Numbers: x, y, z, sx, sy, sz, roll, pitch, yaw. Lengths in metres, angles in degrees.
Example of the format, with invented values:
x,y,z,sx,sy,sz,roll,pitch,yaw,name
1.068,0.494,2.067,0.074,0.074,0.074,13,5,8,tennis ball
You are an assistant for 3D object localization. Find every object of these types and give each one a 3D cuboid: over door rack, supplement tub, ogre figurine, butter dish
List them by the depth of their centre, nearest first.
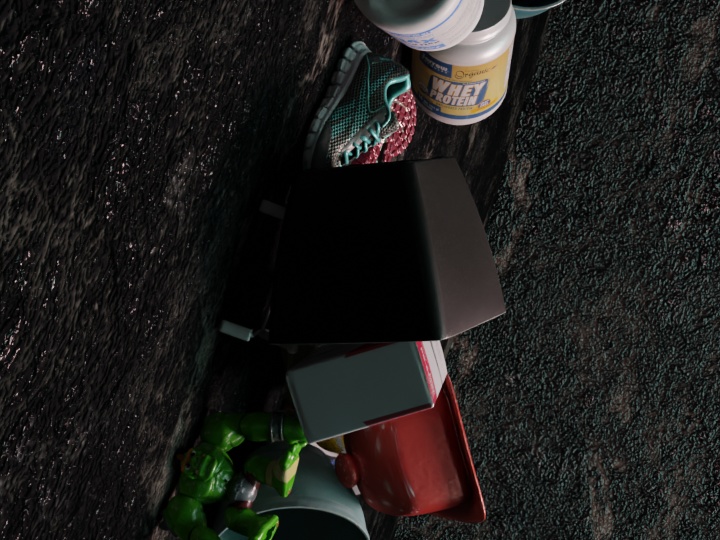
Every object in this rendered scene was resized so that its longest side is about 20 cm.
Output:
x,y,z,sx,sy,sz,roll,pitch,yaw,name
-0.139,0.233,1.368,0.098,0.119,0.201,28,80,-75,ogre figurine
-0.083,0.013,1.419,0.200,0.066,0.149,27,81,-79,over door rack
0.067,-0.322,1.438,0.200,0.131,0.133,-10,118,-77,supplement tub
0.037,0.224,1.560,0.199,0.147,0.201,-9,-83,62,butter dish
0.143,-0.317,1.792,0.200,0.144,0.145,88,23,-61,supplement tub

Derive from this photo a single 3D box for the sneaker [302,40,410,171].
x,y,z,sx,sy,sz,roll,pitch,yaw,name
-0.003,-0.166,1.453,0.078,0.091,0.201,73,37,-71,sneaker

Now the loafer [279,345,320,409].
x,y,z,sx,sy,sz,roll,pitch,yaw,name
-0.072,0.078,1.578,0.076,0.067,0.201,-45,150,-62,loafer

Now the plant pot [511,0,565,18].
x,y,z,sx,sy,sz,roll,pitch,yaw,name
0.227,-0.463,1.899,0.188,0.199,0.201,155,-45,-83,plant pot

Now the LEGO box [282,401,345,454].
x,y,z,sx,sy,sz,roll,pitch,yaw,name
-0.003,0.161,1.819,0.077,0.148,0.201,76,32,-47,LEGO box

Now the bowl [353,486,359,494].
x,y,z,sx,sy,sz,roll,pitch,yaw,name
0.024,0.211,1.876,0.201,0.198,0.075,-115,-175,-46,bowl

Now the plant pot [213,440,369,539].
x,y,z,sx,sy,sz,roll,pitch,yaw,name
-0.091,0.301,1.606,0.135,0.199,0.201,-97,-169,-45,plant pot

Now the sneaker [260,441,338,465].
x,y,z,sx,sy,sz,roll,pitch,yaw,name
-0.106,0.269,1.732,0.200,0.111,0.073,43,33,-45,sneaker

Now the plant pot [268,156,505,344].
x,y,z,sx,sy,sz,roll,pitch,yaw,name
0.025,-0.026,1.345,0.199,0.199,0.179,-16,103,-63,plant pot

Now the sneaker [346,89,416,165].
x,y,z,sx,sy,sz,roll,pitch,yaw,name
0.003,-0.156,1.537,0.081,0.074,0.201,50,61,-47,sneaker

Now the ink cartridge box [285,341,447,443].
x,y,z,sx,sy,sz,roll,pitch,yaw,name
0.013,0.114,1.410,0.200,0.144,0.084,-29,101,-80,ink cartridge box
